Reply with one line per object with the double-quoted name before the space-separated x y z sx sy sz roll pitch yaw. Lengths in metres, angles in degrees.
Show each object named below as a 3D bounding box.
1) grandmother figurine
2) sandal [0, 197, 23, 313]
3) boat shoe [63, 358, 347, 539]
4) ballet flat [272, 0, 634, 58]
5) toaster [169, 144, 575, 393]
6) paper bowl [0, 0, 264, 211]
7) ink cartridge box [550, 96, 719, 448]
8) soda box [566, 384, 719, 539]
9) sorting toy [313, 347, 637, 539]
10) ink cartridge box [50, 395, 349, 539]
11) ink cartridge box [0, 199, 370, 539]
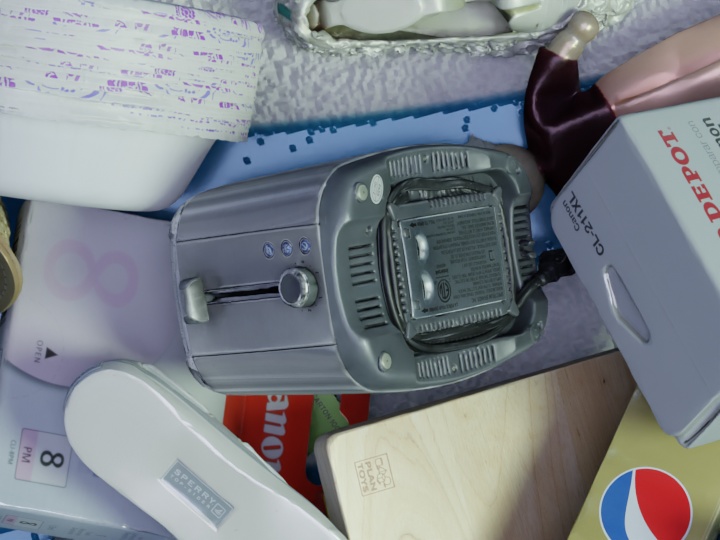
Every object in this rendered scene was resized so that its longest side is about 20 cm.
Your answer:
"grandmother figurine" 0.131 -0.077 1.374 0.200 0.061 0.122 -28 100 3
"sandal" -0.213 -0.019 1.339 0.070 0.211 0.078 -39 107 -34
"boat shoe" -0.062 0.119 1.281 0.200 0.069 0.072 38 104 -1
"ballet flat" 0.054 -0.140 1.370 0.199 0.072 0.072 -9 93 1
"toaster" 0.000 0.000 1.292 0.129 0.200 0.114 -6 94 37
"paper bowl" -0.152 -0.088 1.307 0.200 0.201 0.105 8 93 0
"ink cartridge box" 0.216 -0.011 1.295 0.200 0.083 0.146 -12 63 -33
"soda box" 0.129 0.153 1.294 0.064 0.068 0.200 23 75 13
"sorting toy" 0.079 0.157 1.357 0.198 0.070 0.201 -15 92 -24
"ink cartridge box" -0.068 0.166 1.384 0.200 0.076 0.148 -35 92 4
"ink cartridge box" -0.087 0.061 1.343 0.199 0.057 0.163 10 71 -10
